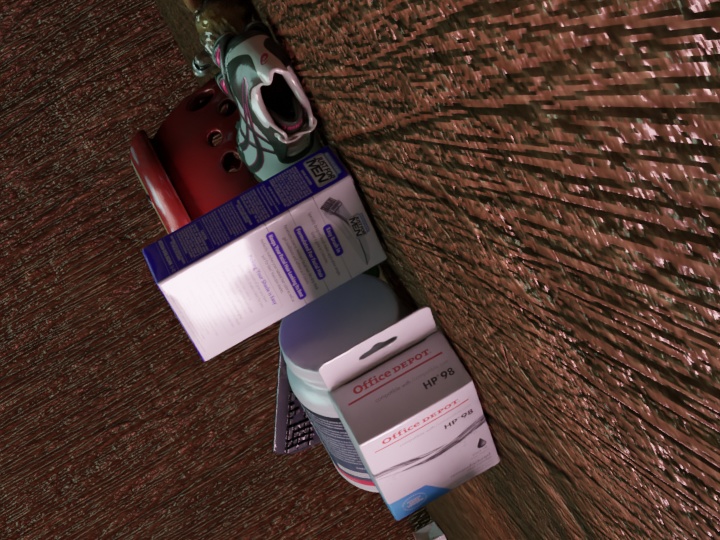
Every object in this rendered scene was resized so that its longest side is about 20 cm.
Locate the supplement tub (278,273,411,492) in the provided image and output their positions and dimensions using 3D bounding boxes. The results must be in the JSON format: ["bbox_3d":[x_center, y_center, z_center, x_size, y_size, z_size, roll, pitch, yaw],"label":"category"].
[{"bbox_3d":[0.009,0.114,1.408,0.141,0.140,0.201,56,174,46],"label":"supplement tub"}]

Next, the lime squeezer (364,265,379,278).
[{"bbox_3d":[0.000,0.000,1.445,0.201,0.038,0.071,63,179,-42],"label":"lime squeezer"}]

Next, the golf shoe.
[{"bbox_3d":[-0.076,-0.131,1.301,0.088,0.077,0.201,46,167,45],"label":"golf shoe"}]

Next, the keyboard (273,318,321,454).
[{"bbox_3d":[-0.041,0.089,1.464,0.021,0.127,0.201,20,115,32],"label":"keyboard"}]

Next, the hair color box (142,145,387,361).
[{"bbox_3d":[-0.086,-0.016,1.300,0.065,0.199,0.110,58,175,49],"label":"hair color box"}]

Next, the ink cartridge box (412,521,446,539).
[{"bbox_3d":[0.204,0.710,3.351,0.201,0.067,0.116,64,176,-9],"label":"ink cartridge box"}]

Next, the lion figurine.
[{"bbox_3d":[-0.155,-0.287,1.357,0.123,0.072,0.201,51,-158,-70],"label":"lion figurine"}]

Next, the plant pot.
[{"bbox_3d":[-0.148,-0.111,1.568,0.201,0.182,0.200,63,175,9],"label":"plant pot"}]

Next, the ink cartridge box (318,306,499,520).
[{"bbox_3d":[0.046,0.131,1.251,0.067,0.115,0.200,58,175,36],"label":"ink cartridge box"}]
